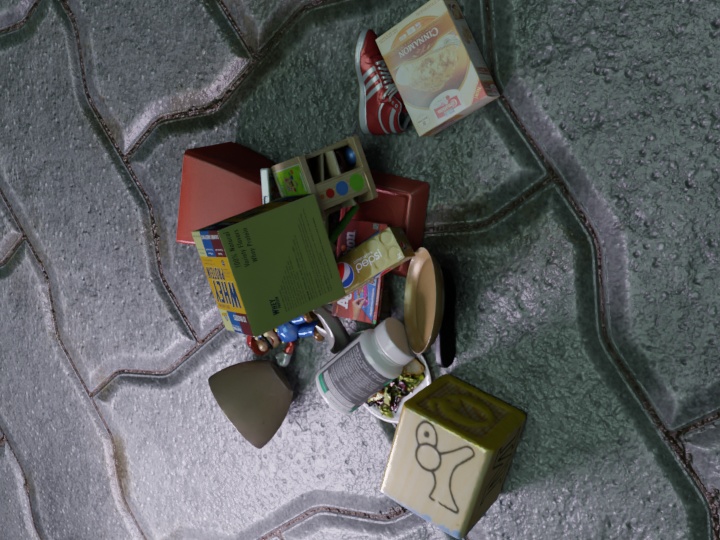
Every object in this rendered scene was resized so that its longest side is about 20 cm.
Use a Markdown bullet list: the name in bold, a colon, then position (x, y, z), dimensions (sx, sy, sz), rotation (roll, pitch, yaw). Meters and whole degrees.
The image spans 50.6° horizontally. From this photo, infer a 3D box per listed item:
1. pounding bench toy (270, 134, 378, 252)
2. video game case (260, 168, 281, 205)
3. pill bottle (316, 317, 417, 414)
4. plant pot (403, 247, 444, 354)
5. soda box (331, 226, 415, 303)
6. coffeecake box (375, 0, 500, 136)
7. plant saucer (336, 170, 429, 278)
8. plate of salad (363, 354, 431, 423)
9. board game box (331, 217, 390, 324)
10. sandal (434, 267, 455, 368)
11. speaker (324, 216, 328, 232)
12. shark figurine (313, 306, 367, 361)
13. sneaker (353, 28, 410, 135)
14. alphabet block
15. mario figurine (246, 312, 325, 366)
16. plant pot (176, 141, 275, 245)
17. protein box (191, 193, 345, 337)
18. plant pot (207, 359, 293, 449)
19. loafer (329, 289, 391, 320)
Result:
- **pounding bench toy**: position (-0.050, -0.138, 1.471), dimensions (0.124, 0.155, 0.202), rotation (-5, 107, 59)
- **video game case**: position (-0.168, -0.100, 1.532), dimensions (0.018, 0.143, 0.202), rotation (-2, 94, 10)
- **pill bottle**: position (0.013, 0.191, 1.532), dimensions (0.200, 0.113, 0.113), rotation (-42, 78, 25)
- **plant pot**: position (0.122, 0.057, 1.443), dimensions (0.027, 0.200, 0.202), rotation (3, 107, -14)
- **soda box**: position (0.004, -0.010, 1.487), dimensions (0.199, 0.064, 0.068), rotation (-31, 81, 23)
- **coffeecake box**: position (0.140, -0.372, 1.395), dimensions (0.153, 0.073, 0.201), rotation (-26, 87, 33)
- **plant saucer**: position (0.034, -0.096, 1.547), dimensions (0.198, 0.037, 0.202), rotation (16, 108, 28)
- **plate of salad**: position (0.056, 0.228, 1.599), dimensions (0.198, 0.048, 0.202), rotation (8, 106, 30)
- **board game box**: position (0.000, 0.000, 1.536), dimensions (0.102, 0.019, 0.202), rotation (9, 98, 25)
- **sandal**: position (0.152, 0.093, 1.495), dimensions (0.045, 0.075, 0.202), rotation (9, 108, 39)
- **speaker**: position (-0.107, -0.113, 1.603), dimensions (0.088, 0.088, 0.202), rotation (7, 105, 31)
- **shark figurine**: position (-0.072, 0.129, 1.581), dimensions (0.127, 0.090, 0.215), rotation (-24, 117, 27)
- **sneaker**: position (0.050, -0.360, 1.456), dimensions (0.112, 0.071, 0.202), rotation (9, 113, 34)
- **alphabet block**: position (0.177, 0.349, 1.462), dimensions (0.194, 0.196, 0.202), rotation (25, 113, 24)
- **mario figurine**: position (-0.175, 0.148, 1.690), dimensions (0.199, 0.106, 0.125), rotation (-19, 78, 30)
- **plant pot**: position (-0.261, -0.151, 1.637), dimensions (0.175, 0.200, 0.202), rotation (16, 109, 17)
- **protein box**: position (-0.166, -0.013, 1.387), dimensions (0.134, 0.199, 0.200), rotation (3, 114, 58)
- **plant pot**: position (-0.232, 0.281, 1.728), dimensions (0.134, 0.200, 0.201), rotation (-38, 78, -1)
- **loafer**: position (-0.018, 0.044, 1.599), dimensions (0.198, 0.073, 0.072), rotation (17, 100, 23)
